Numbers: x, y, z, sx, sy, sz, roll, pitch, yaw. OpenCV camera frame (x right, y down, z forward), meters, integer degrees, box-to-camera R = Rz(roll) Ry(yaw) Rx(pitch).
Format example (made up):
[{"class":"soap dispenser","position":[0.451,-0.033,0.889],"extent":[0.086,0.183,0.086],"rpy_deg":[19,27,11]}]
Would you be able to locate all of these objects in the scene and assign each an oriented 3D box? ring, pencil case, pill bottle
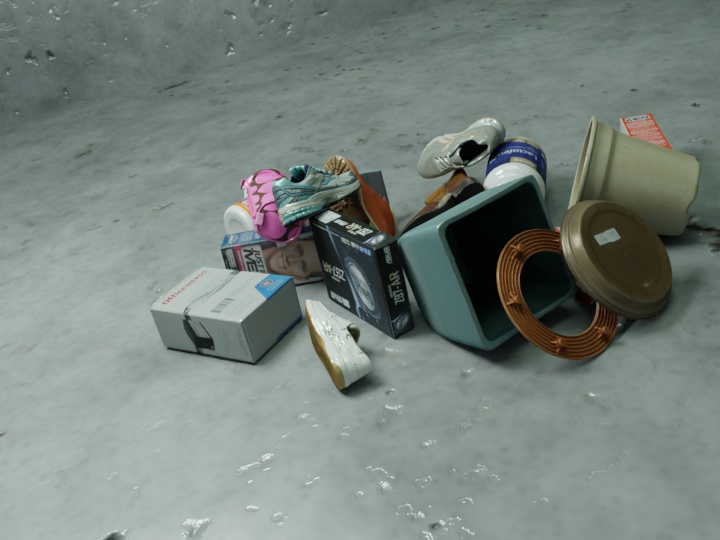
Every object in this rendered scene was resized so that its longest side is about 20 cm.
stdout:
[{"class":"ring","position":[0.281,0.029,1.233],"extent":[0.200,0.200,0.019],"rpy_deg":[-34,-7,-35]},{"class":"pencil case","position":[-0.161,-0.117,1.568],"extent":[0.094,0.091,0.200],"rpy_deg":[18,16,-20]},{"class":"pill bottle","position":[-0.161,-0.113,1.749],"extent":[0.200,0.113,0.113],"rpy_deg":[-31,32,-32]},{"class":"pill bottle","position":[0.289,-0.163,1.644],"extent":[0.116,0.116,0.200],"rpy_deg":[-5,29,15]}]

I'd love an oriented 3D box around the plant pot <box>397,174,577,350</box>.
[{"class":"plant pot","position":[0.165,-0.011,1.336],"extent":[0.196,0.196,0.200],"rpy_deg":[-29,12,-28]}]

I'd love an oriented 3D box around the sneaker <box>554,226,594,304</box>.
[{"class":"sneaker","position":[0.375,-0.009,1.385],"extent":[0.115,0.078,0.200],"rpy_deg":[-3,32,-8]}]

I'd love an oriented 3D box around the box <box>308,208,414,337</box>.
[{"class":"box","position":[0.000,0.000,1.412],"extent":[0.044,0.160,0.200],"rpy_deg":[-26,30,-24]}]

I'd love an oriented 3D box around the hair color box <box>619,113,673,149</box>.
[{"class":"hair color box","position":[0.527,-0.202,1.618],"extent":[0.064,0.111,0.200],"rpy_deg":[-7,27,11]}]

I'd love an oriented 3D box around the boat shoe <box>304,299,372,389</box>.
[{"class":"boat shoe","position":[-0.033,0.105,1.333],"extent":[0.069,0.071,0.200],"rpy_deg":[-18,36,-11]}]

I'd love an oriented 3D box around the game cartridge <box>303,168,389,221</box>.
[{"class":"game cartridge","position":[-0.030,-0.111,1.665],"extent":[0.200,0.133,0.042],"rpy_deg":[-29,30,-27]}]

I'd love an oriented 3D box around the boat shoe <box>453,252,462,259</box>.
[{"class":"boat shoe","position":[0.187,-0.038,1.497],"extent":[0.200,0.072,0.076],"rpy_deg":[-31,32,-31]}]

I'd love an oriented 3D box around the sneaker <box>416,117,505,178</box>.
[{"class":"sneaker","position":[0.181,-0.224,1.694],"extent":[0.200,0.076,0.092],"rpy_deg":[-27,18,38]}]

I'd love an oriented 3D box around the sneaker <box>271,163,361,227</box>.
[{"class":"sneaker","position":[-0.073,-0.146,1.479],"extent":[0.078,0.086,0.200],"rpy_deg":[-20,8,38]}]

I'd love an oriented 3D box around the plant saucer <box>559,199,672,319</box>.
[{"class":"plant saucer","position":[0.380,-0.023,1.284],"extent":[0.200,0.200,0.029],"rpy_deg":[-38,-6,-40]}]

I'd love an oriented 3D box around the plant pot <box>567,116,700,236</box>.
[{"class":"plant pot","position":[0.452,-0.139,1.457],"extent":[0.183,0.201,0.200],"rpy_deg":[13,33,10]}]

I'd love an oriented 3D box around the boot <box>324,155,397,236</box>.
[{"class":"boot","position":[0.003,-0.128,1.626],"extent":[0.075,0.200,0.107],"rpy_deg":[-15,16,38]}]

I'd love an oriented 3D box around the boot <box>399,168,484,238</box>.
[{"class":"boot","position":[0.140,-0.123,1.675],"extent":[0.188,0.068,0.200],"rpy_deg":[-46,15,6]}]

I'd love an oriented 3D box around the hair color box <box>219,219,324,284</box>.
[{"class":"hair color box","position":[-0.143,-0.026,1.589],"extent":[0.200,0.100,0.061],"rpy_deg":[-10,26,5]}]

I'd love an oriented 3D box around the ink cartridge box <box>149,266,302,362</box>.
[{"class":"ink cartridge box","position":[-0.222,0.069,1.461],"extent":[0.200,0.084,0.145],"rpy_deg":[6,33,32]}]
